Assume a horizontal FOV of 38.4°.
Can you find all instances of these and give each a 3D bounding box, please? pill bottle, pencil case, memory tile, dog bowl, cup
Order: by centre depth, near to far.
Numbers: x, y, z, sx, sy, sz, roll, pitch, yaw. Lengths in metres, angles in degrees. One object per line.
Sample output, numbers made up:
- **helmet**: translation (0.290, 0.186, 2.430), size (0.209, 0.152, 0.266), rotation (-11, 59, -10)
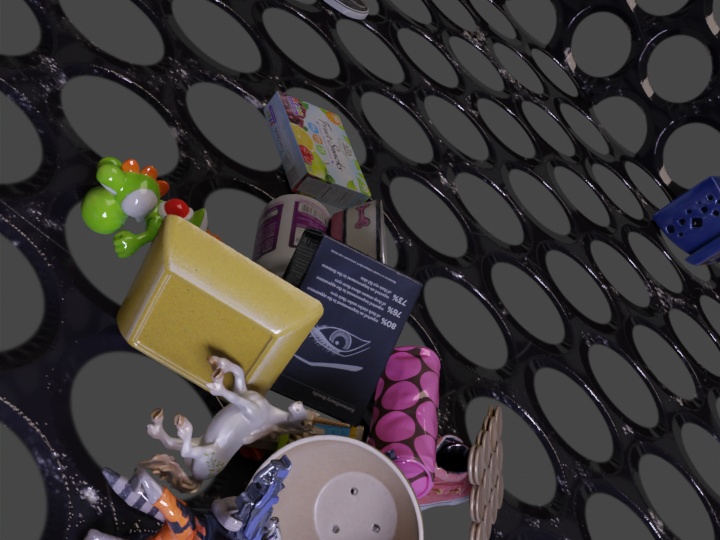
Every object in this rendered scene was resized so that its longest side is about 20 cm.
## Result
- **cup**: translation (-0.019, 0.278, 1.128), size (0.201, 0.200, 0.143), rotation (52, 6, 12)
- **pencil case**: translation (0.052, 0.186, 1.309), size (0.093, 0.091, 0.201), rotation (-1, 39, 10)
- **memory tile**: translation (0.168, 0.278, 1.388), size (0.200, 0.017, 0.155), rotation (-36, 125, -69)
- **pill bottle**: translation (-0.095, -0.007, 1.426), size (0.112, 0.112, 0.201), rotation (32, 33, -21)
- **dog bowl**: translation (0.000, 0.000, 1.480), size (0.073, 0.202, 0.201), rotation (-3, 39, 3)

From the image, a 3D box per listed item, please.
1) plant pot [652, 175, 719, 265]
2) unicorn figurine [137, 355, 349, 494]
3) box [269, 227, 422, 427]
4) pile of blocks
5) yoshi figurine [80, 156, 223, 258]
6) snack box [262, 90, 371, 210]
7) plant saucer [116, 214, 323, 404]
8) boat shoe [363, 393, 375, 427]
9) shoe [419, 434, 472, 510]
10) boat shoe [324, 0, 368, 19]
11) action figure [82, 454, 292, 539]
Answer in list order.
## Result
- **plant pot**: translation (0.935, -0.123, 2.766), size (0.199, 0.200, 0.181), rotation (-4, 62, -53)
- **unicorn figurine**: translation (-0.136, 0.165, 1.121), size (0.138, 0.199, 0.074), rotation (54, 0, -31)
- **box**: translation (-0.037, 0.070, 1.289), size (0.147, 0.201, 0.104), rotation (27, -1, -18)
- **pile of blocks**: translation (-0.068, 0.212, 1.234), size (0.199, 0.063, 0.082), rotation (12, -2, -40)
- **yoshi figurine**: translation (-0.274, -0.055, 1.311), size (0.200, 0.112, 0.112), rotation (45, 68, -28)
- **snack box**: translation (-0.074, -0.200, 1.745), size (0.141, 0.053, 0.201), rotation (17, 40, -41)
- **plant saucer**: translation (-0.169, 0.062, 1.148), size (0.199, 0.200, 0.049), rotation (32, 41, -5)
- **boat shoe**: translation (0.016, 0.162, 1.411), size (0.200, 0.057, 0.069), rotation (48, 30, 5)
- **shoe**: translation (0.128, 0.266, 1.389), size (0.199, 0.091, 0.072), rotation (-2, 54, -52)
- **boat shoe**: translation (-0.053, -0.622, 2.272), size (0.199, 0.064, 0.071), rotation (25, 36, -31)
- **action figure**: translation (-0.150, 0.235, 1.010), size (0.192, 0.201, 0.105), rotation (24, 15, -32)
